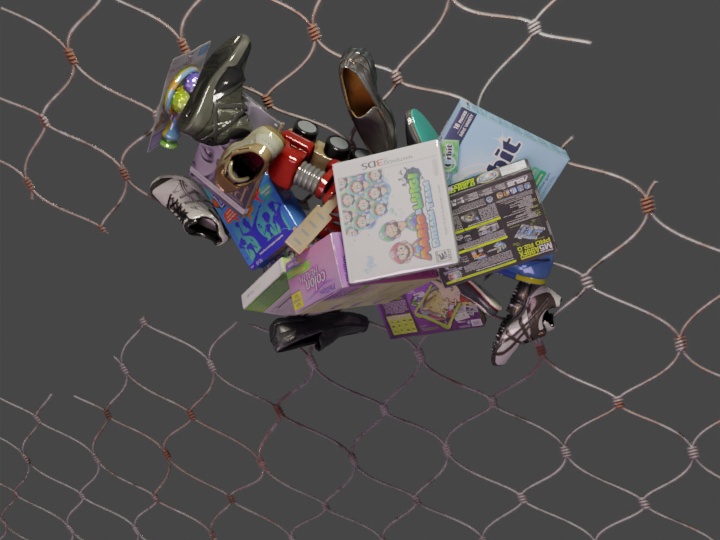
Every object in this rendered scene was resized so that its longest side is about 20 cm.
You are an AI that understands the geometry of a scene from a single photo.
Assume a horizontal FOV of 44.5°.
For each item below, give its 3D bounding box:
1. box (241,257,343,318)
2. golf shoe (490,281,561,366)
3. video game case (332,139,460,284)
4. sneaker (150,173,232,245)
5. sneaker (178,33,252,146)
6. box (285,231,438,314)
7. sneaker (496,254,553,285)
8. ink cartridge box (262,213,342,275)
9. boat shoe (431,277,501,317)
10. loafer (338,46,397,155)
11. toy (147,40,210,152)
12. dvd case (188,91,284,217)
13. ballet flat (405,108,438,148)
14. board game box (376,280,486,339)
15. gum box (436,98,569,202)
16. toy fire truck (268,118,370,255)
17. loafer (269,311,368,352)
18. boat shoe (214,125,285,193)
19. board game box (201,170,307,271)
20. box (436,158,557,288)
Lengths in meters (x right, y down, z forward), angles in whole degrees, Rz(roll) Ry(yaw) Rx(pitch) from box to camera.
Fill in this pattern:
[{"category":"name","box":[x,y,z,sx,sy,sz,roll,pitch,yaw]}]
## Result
[{"category":"box","box":[-0.105,0.040,1.671,0.199,0.036,0.144,11,143,-39]},{"category":"golf shoe","box":[0.299,0.109,1.601,0.094,0.078,0.201,22,128,7]},{"category":"video game case","box":[0.054,-0.091,1.396,0.181,0.024,0.201,-11,81,17]},{"category":"sneaker","box":[-0.329,-0.118,1.705,0.199,0.088,0.076,26,129,6]},{"category":"sneaker","box":[-0.225,-0.303,1.521,0.114,0.200,0.076,30,169,-41]},{"category":"box","box":[0.000,0.000,1.540,0.176,0.199,0.097,-30,71,55]},{"category":"sneaker","box":[0.240,-0.035,1.547,0.199,0.066,0.079,14,107,16]},{"category":"ink cartridge box","box":[-0.083,-0.025,1.654,0.109,0.051,0.200,18,139,-39]},{"category":"boat shoe","box":[0.164,0.025,1.567,0.200,0.071,0.063,39,95,25]},{"category":"loafer","box":[0.006,-0.269,1.477,0.072,0.072,0.201,-11,117,27]},{"category":"toy","box":[-0.310,-0.298,1.559,0.047,0.115,0.200,35,128,4]},{"category":"dvd case","box":[-0.228,-0.218,1.590,0.149,0.016,0.201,38,120,21]},{"category":"ballet flat","box":[0.122,-0.179,1.492,0.073,0.073,0.200,-30,109,34]},{"category":"board game box","box":[0.128,0.064,1.673,0.199,0.032,0.120,-10,120,27]},{"category":"gum box","box":[0.209,-0.159,1.435,0.199,0.045,0.170,25,116,-10]},{"category":"toy fire truck","box":[-0.089,-0.141,1.518,0.175,0.200,0.129,28,127,3]},{"category":"loafer","box":[-0.079,0.125,1.722,0.200,0.071,0.068,-5,153,-15]},{"category":"boat shoe","box":[-0.204,-0.179,1.506,0.074,0.067,0.200,40,143,-13]},{"category":"board game box","box":[-0.195,-0.123,1.629,0.152,0.045,0.201,-37,80,36]},{"category":"box","box":[0.202,-0.074,1.432,0.199,0.044,0.161,-19,117,13]}]
